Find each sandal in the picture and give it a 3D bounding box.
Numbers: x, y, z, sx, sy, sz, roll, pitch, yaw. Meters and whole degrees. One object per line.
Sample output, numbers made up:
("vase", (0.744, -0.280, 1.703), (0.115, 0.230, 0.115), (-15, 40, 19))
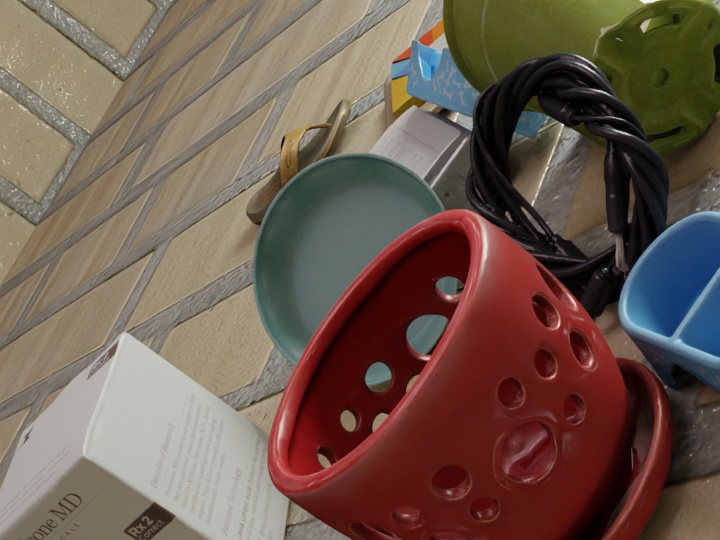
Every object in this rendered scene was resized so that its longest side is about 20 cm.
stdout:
("sandal", (-0.084, -0.136, 1.785), (0.200, 0.054, 0.080), (-43, 22, 26))

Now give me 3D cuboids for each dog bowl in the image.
("dog bowl", (0.222, 0.021, 0.858), (0.112, 0.050, 0.200), (-54, 20, -3))
("dog bowl", (0.105, -0.164, 1.321), (0.200, 0.111, 0.050), (-142, 70, -70))

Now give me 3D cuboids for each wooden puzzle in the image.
("wooden puzzle", (0.087, -0.229, 1.588), (0.200, 0.037, 0.185), (-44, 22, 23))

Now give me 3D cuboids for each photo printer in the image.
("photo printer", (0.044, -0.069, 1.369), (0.167, 0.069, 0.200), (-54, 20, 3))

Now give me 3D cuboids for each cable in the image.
("cable", (0.137, -0.069, 1.020), (0.200, 0.051, 0.164), (61, 147, 31))

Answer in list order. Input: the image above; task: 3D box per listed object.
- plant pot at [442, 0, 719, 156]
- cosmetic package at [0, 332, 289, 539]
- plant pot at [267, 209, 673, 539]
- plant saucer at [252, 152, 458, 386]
("plant pot", (0.186, -0.177, 1.105), (0.200, 0.200, 0.190), (-48, 32, 12))
("cosmetic package", (-0.186, 0.199, 1.245), (0.165, 0.200, 0.165), (-43, 22, 27))
("plant pot", (0.070, 0.093, 0.879), (0.200, 0.182, 0.201), (-43, 23, 23))
("plant saucer", (0.000, 0.000, 1.257), (0.200, 0.200, 0.036), (-46, -21, 19))
